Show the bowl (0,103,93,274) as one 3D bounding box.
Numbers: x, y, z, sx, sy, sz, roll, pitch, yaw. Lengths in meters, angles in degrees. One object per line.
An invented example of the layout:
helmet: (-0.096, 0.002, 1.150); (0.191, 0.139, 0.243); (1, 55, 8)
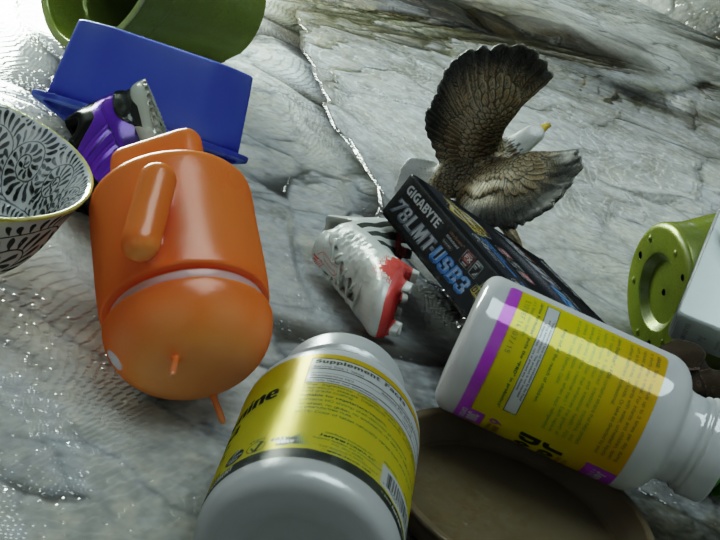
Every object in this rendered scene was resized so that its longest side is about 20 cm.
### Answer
bowl: (-0.291, -0.047, 0.928); (0.200, 0.094, 0.201); (19, 24, -9)

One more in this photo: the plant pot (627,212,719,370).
plant pot: (0.362, 0.022, 1.277); (0.193, 0.201, 0.200); (3, 29, -16)

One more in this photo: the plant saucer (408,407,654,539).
plant saucer: (0.104, 0.162, 0.924); (0.200, 0.030, 0.200); (20, 24, -9)

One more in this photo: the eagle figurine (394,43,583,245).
eagle figurine: (0.125, -0.109, 1.298); (0.152, 0.151, 0.200); (26, -13, 3)

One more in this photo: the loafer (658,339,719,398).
loafer: (0.241, 0.090, 1.096); (0.200, 0.073, 0.071); (24, 58, -46)

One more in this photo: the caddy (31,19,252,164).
caddy: (-0.190, -0.147, 1.225); (0.200, 0.105, 0.141); (17, 2, -13)

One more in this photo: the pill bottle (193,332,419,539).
pill bottle: (-0.024, 0.116, 0.802); (0.112, 0.113, 0.200); (22, 23, -2)

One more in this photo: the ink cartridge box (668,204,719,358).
ink cartridge box: (0.378, 0.004, 1.168); (0.173, 0.044, 0.200); (22, 60, 12)

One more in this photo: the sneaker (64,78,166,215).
sneaker: (-0.197, -0.060, 1.086); (0.099, 0.070, 0.200); (-15, 51, -1)

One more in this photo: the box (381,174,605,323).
box: (0.135, 0.021, 1.156); (0.198, 0.050, 0.200); (27, 17, -39)

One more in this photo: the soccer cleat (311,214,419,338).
soccer cleat: (0.000, 0.000, 1.132); (0.085, 0.069, 0.200); (15, 20, -4)

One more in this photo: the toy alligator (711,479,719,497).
toy alligator: (0.325, 0.160, 1.101); (0.200, 0.059, 0.054); (11, 66, -25)

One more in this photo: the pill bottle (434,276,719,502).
pill bottle: (0.161, 0.089, 0.965); (0.200, 0.104, 0.104); (25, 24, 4)

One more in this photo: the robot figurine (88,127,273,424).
robot figurine: (-0.122, 0.000, 0.914); (0.116, 0.144, 0.200); (5, 53, -27)

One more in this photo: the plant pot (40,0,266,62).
plant pot: (-0.207, -0.308, 1.473); (0.190, 0.200, 0.200); (14, 23, -48)
